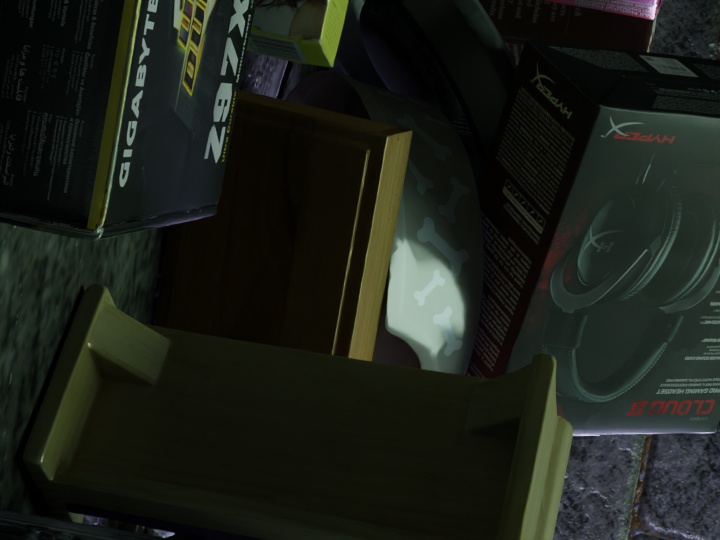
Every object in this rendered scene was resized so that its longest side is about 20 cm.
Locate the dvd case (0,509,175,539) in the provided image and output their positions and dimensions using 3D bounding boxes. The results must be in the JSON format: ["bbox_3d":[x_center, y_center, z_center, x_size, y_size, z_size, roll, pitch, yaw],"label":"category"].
[{"bbox_3d":[-0.064,0.102,0.581,0.200,0.147,0.016,71,28,-75],"label":"dvd case"}]

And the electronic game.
[{"bbox_3d":[0.031,-0.115,0.905,0.041,0.200,0.200,-35,159,-12],"label":"electronic game"}]

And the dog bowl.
[{"bbox_3d":[0.000,0.000,0.880,0.200,0.058,0.202,-177,-90,-68],"label":"dog bowl"}]

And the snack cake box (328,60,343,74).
[{"bbox_3d":[0.012,-0.093,1.145,0.201,0.067,0.116,-68,166,-53],"label":"snack cake box"}]

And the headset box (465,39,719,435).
[{"bbox_3d":[0.128,-0.003,0.851,0.077,0.148,0.201,53,-47,51],"label":"headset box"}]

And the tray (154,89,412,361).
[{"bbox_3d":[-0.044,0.025,0.785,0.037,0.098,0.202,-21,124,-67],"label":"tray"}]

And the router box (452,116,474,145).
[{"bbox_3d":[0.080,-0.111,1.176,0.200,0.052,0.159,69,33,-75],"label":"router box"}]

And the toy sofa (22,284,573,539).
[{"bbox_3d":[-0.021,0.077,0.671,0.098,0.198,0.083,80,22,-57],"label":"toy sofa"}]

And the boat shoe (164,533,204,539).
[{"bbox_3d":[-0.041,0.136,0.729,0.073,0.199,0.063,34,-40,58],"label":"boat shoe"}]

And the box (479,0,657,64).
[{"bbox_3d":[0.079,-0.162,1.029,0.100,0.198,0.076,46,56,-81],"label":"box"}]

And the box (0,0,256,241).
[{"bbox_3d":[-0.070,-0.116,0.590,0.160,0.049,0.202,-33,134,-82],"label":"box"}]

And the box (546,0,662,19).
[{"bbox_3d":[0.078,-0.218,0.940,0.096,0.198,0.100,81,22,-64],"label":"box"}]

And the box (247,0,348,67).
[{"bbox_3d":[-0.025,-0.191,0.708,0.050,0.075,0.202,49,52,-81],"label":"box"}]
